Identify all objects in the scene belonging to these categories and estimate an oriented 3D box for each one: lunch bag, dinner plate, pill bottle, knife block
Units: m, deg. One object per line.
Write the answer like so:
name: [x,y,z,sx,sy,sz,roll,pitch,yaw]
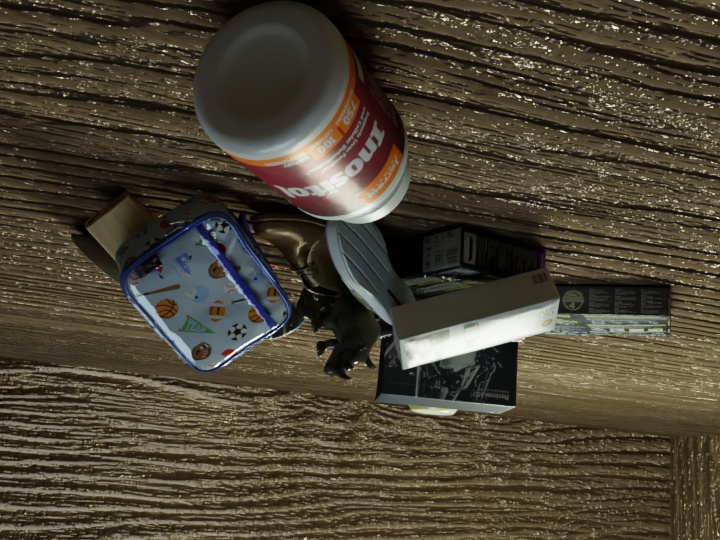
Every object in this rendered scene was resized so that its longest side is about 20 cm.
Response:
lunch bag: [-0.179,0.013,1.058,0.160,0.076,0.200,-32,127,-1]
dinner plate: [-0.308,0.005,1.246,0.200,0.024,0.200,37,-179,-1]
pill bottle: [-0.030,-0.105,0.681,0.113,0.113,0.200,0,166,21]
knife block: [-0.234,0.010,1.111,0.064,0.176,0.200,-39,165,-5]

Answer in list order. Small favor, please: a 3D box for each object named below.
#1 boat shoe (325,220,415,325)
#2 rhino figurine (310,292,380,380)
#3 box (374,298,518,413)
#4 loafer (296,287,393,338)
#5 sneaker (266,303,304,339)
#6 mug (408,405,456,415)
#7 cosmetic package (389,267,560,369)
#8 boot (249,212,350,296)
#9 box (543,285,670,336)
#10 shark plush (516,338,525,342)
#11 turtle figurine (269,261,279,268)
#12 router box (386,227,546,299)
boat shoe: [0.000,0.000,1.098,0.062,0.072,0.200,14,148,39]
rhino figurine: [-0.017,0.077,1.171,0.087,0.200,0.060,-11,120,4]
box: [0.130,0.111,1.359,0.199,0.183,0.104,5,166,-3]
loafer: [-0.022,0.048,1.303,0.073,0.072,0.200,-7,-162,-44]
sneaker: [-0.171,0.078,1.612,0.200,0.079,0.090,-2,-176,41]
mug: [0.133,0.201,1.787,0.186,0.154,0.149,14,164,-32]
cosmetic package: [0.140,0.061,1.111,0.199,0.051,0.083,-15,149,-2]
boot: [-0.064,-0.020,1.123,0.073,0.076,0.200,-2,163,34]
box: [0.362,0.064,1.364,0.199,0.049,0.161,0,167,20]
shark plush: [0.150,0.067,1.275,0.200,0.083,0.091,-26,127,19]
turtle figurine: [-0.228,0.001,1.282,0.200,0.065,0.161,-4,163,38]
router box: [0.116,-0.002,1.174,0.149,0.051,0.200,13,165,-36]
